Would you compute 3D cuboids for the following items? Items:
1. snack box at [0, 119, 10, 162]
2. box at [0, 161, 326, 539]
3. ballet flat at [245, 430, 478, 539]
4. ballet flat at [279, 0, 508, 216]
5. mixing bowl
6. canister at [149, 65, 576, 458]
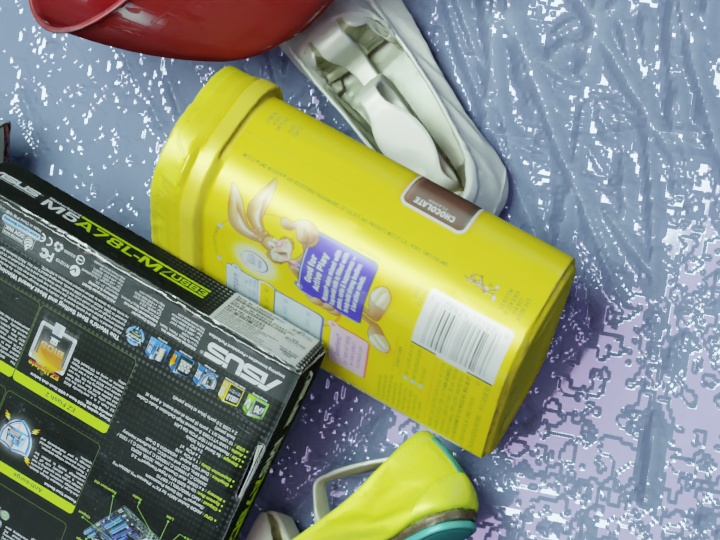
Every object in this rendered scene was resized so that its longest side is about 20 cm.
[{"bbox_3d":[-0.287,0.003,0.972,0.167,0.068,0.202,11,113,11],"label":"snack box"},{"bbox_3d":[-0.143,0.075,0.895,0.199,0.048,0.194,29,115,9],"label":"box"},{"bbox_3d":[-0.023,0.150,0.930,0.199,0.067,0.067,-35,64,25],"label":"ballet flat"},{"bbox_3d":[0.006,-0.103,0.915,0.069,0.069,0.201,-39,80,14],"label":"ballet flat"},{"bbox_3d":[-0.064,-0.180,0.864,0.200,0.108,0.201,-34,40,35],"label":"mixing bowl"},{"bbox_3d":[0.000,0.000,0.880,0.199,0.149,0.087,29,63,11],"label":"canister"}]
